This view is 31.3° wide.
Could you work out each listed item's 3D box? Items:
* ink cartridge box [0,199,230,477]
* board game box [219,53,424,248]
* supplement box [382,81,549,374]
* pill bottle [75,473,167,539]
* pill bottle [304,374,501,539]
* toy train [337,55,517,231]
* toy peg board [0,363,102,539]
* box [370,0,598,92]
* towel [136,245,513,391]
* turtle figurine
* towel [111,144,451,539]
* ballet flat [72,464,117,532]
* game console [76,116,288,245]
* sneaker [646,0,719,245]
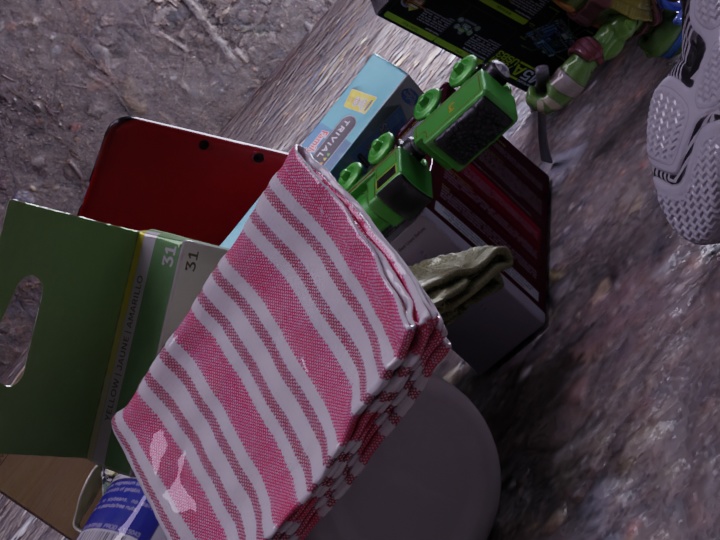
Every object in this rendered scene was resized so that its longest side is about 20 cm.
[{"bbox_3d":[-0.135,0.048,0.763,0.048,0.199,0.147,12,88,33],"label":"ink cartridge box"},{"bbox_3d":[-0.002,-0.047,1.027,0.200,0.151,0.047,-52,49,-2],"label":"board game box"},{"bbox_3d":[0.069,-0.035,0.857,0.061,0.109,0.200,-41,16,28],"label":"supplement box"},{"bbox_3d":[-0.118,0.171,0.894,0.119,0.120,0.201,-31,23,52],"label":"pill bottle"},{"bbox_3d":[-0.015,0.115,0.726,0.116,0.116,0.200,-55,16,-18],"label":"pill bottle"},{"bbox_3d":[0.016,-0.049,0.766,0.200,0.042,0.057,-42,29,28],"label":"toy train"},{"bbox_3d":[-0.197,0.142,1.090,0.201,0.198,0.098,-57,0,-23],"label":"toy peg board"},{"bbox_3d":[0.137,-0.242,1.009,0.193,0.199,0.048,-40,51,33],"label":"box"},{"bbox_3d":[-0.021,0.036,0.721,0.199,0.037,0.148,-21,3,38],"label":"towel"},{"bbox_3d":[0.120,-0.184,0.904,0.145,0.193,0.200,-61,20,-9],"label":"turtle figurine"},{"bbox_3d":[-0.051,0.056,0.631,0.201,0.030,0.147,-54,48,19],"label":"towel"},{"bbox_3d":[-0.192,0.217,0.987,0.074,0.074,0.202,-27,49,57],"label":"ballet flat"},{"bbox_3d":[-0.152,-0.052,1.102,0.172,0.198,0.120,8,87,62],"label":"game console"},{"bbox_3d":[0.219,-0.111,0.673,0.075,0.114,0.202,177,97,-71],"label":"sneaker"}]
